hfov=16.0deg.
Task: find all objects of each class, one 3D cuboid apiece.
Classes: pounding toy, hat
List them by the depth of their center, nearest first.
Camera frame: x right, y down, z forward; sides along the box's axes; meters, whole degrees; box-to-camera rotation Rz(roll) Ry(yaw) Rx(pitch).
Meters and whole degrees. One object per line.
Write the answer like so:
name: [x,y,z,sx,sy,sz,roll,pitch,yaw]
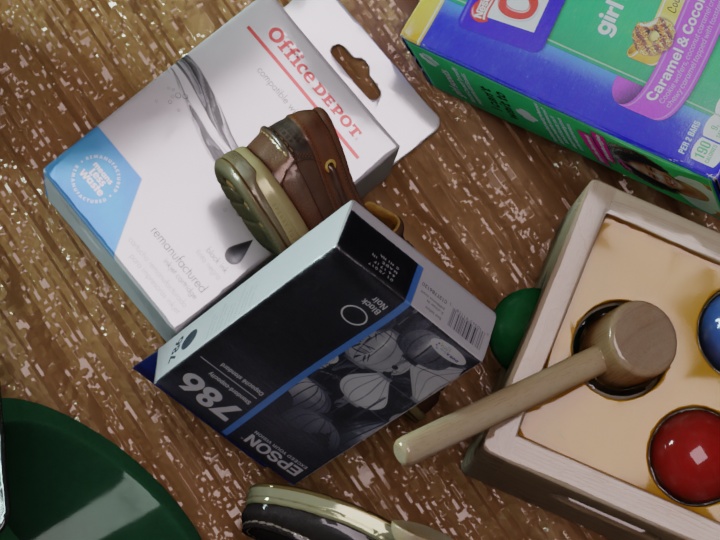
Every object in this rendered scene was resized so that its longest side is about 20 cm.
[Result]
hat: [-0.200,0.180,1.337,0.200,0.166,0.176,37,111,-15]
pounding toy: [0.135,0.062,1.347,0.199,0.142,0.185,23,78,0]

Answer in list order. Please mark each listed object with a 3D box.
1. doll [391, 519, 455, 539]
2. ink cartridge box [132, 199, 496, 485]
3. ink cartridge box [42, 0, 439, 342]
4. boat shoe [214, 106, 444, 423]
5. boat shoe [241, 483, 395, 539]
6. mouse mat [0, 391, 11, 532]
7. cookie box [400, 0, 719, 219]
doll: [0.014,0.233,1.282,0.136,0.048,0.201,25,95,36]
ink cartridge box: [-0.031,0.048,1.304,0.099,0.200,0.039,37,45,-17]
ink cartridge box: [-0.060,-0.067,1.393,0.200,0.068,0.116,-40,85,-11]
boat shoe: [0.000,0.000,1.339,0.067,0.072,0.201,-39,125,-8]
boat shoe: [0.022,0.176,1.352,0.199,0.073,0.065,26,73,0]
mouse mat: [-0.248,0.084,1.300,0.160,0.008,0.201,-28,45,17]
cookie box: [0.151,-0.145,1.389,0.199,0.075,0.172,26,78,24]
